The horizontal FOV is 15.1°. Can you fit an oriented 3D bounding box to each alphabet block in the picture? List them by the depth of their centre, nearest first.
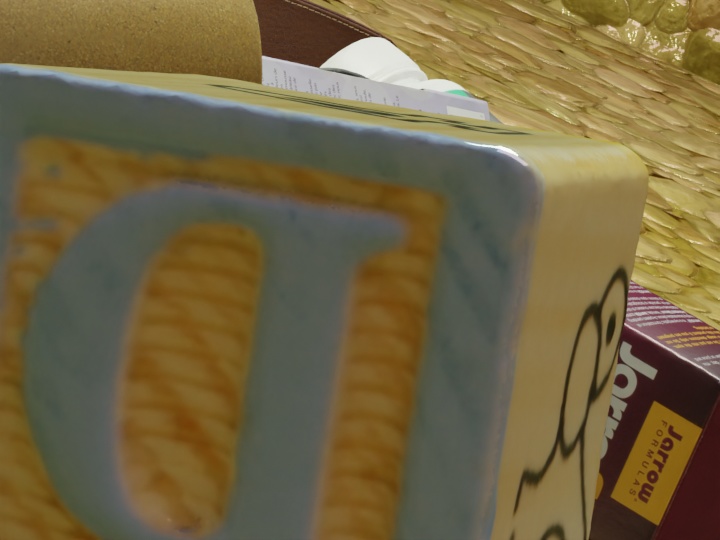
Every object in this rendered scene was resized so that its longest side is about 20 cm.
[{"bbox_3d":[-0.023,0.036,0.933,0.196,0.196,0.200,12,5,15],"label":"alphabet block"}]

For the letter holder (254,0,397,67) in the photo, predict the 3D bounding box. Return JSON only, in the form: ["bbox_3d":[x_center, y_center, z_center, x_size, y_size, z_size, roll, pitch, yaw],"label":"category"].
[{"bbox_3d":[-0.096,-0.119,1.641,0.199,0.143,0.101,15,16,-30],"label":"letter holder"}]

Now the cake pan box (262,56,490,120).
[{"bbox_3d":[0.000,0.000,1.284,0.052,0.201,0.184,-16,-13,37],"label":"cake pan box"}]

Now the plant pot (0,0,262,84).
[{"bbox_3d":[-0.148,-0.084,1.128,0.199,0.187,0.186,-1,23,-23],"label":"plant pot"}]

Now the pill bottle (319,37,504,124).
[{"bbox_3d":[0.051,-0.037,1.562,0.200,0.113,0.113,43,21,22],"label":"pill bottle"}]

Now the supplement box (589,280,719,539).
[{"bbox_3d":[0.103,0.056,1.383,0.200,0.111,0.086,31,17,28],"label":"supplement box"}]
